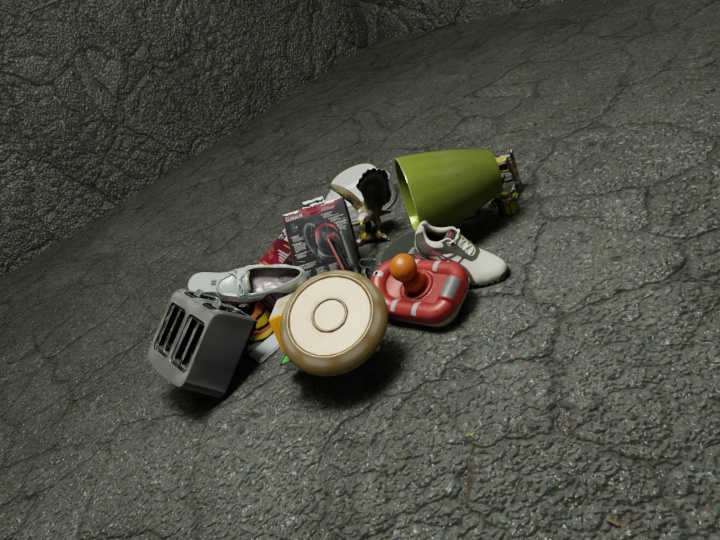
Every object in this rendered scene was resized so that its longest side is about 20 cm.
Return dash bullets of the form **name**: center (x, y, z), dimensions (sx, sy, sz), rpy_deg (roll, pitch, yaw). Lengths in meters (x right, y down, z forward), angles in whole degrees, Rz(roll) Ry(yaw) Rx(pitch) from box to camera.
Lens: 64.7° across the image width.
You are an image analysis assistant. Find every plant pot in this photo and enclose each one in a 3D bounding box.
- **plant pot**: center (-0.051, 0.081, 0.979), dimensions (0.195, 0.028, 0.204), rpy_deg (-8, 56, 11)
- **plant pot**: center (0.193, -0.181, 1.215), dimensions (0.196, 0.190, 0.188), rpy_deg (-19, 29, 1)

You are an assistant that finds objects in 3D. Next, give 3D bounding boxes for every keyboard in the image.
- **keyboard**: center (-0.155, 0.128, 1.242), dimensions (0.199, 0.011, 0.056), rpy_deg (-40, 27, -24)

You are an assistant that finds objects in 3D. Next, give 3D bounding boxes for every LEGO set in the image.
- **LEGO set**: center (0.281, -0.204, 1.316), dimensions (0.197, 0.117, 0.154), rpy_deg (1, 38, 40)

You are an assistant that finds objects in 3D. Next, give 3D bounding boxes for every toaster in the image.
- **toaster**: center (-0.327, 0.150, 1.163), dimensions (0.179, 0.118, 0.204), rpy_deg (20, 86, 45)

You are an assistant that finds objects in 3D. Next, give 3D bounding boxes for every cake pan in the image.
- **cake pan**: center (0.128, -0.031, 1.242), dimensions (0.196, 0.037, 0.202), rpy_deg (-20, 30, 12)

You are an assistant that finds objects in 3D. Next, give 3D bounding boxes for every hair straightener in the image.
- **hair straightener**: center (0.000, 0.000, 1.181), dimensions (0.076, 0.041, 0.203), rpy_deg (-33, 68, 22)

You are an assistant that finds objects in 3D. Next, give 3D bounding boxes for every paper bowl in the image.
- **paper bowl**: center (-0.006, -0.222, 1.593), dimensions (0.197, 0.106, 0.202), rpy_deg (-20, 31, 12)

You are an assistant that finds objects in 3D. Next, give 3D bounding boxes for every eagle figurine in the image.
- **eagle figurine**: center (0.006, -0.160, 1.376), dimensions (0.150, 0.203, 0.151), rpy_deg (-27, 26, -11)

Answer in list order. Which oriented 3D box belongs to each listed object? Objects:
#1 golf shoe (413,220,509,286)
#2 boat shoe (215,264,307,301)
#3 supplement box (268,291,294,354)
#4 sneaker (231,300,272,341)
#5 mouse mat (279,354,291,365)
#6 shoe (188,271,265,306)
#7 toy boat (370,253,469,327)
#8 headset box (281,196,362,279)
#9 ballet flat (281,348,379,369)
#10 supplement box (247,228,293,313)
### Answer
- **golf shoe**: center (0.192, -0.032, 1.109), dimensions (0.197, 0.089, 0.078), rpy_deg (18, 53, 22)
- **boat shoe**: center (-0.214, 0.021, 1.208), dimensions (0.197, 0.065, 0.076), rpy_deg (-4, 75, 1)
- **supplement box**: center (-0.104, 0.084, 1.125), dimensions (0.124, 0.075, 0.200), rpy_deg (-23, 9, 1)
- **sneaker**: center (-0.289, 0.118, 1.278), dimensions (0.196, 0.091, 0.070), rpy_deg (-14, 30, 19)
- **mouse mat**: center (-0.065, 0.119, 1.074), dimensions (0.158, 0.008, 0.200), rpy_deg (-24, 7, 7)
- **shoe**: center (-0.292, 0.053, 1.305), dimensions (0.196, 0.092, 0.073), rpy_deg (3, 60, 18)
- **toy boat**: center (0.097, 0.019, 1.070), dimensions (0.197, 0.131, 0.132), rpy_deg (5, 56, 43)
- **headset box**: center (-0.084, -0.064, 1.278), dimensions (0.146, 0.204, 0.075), rpy_deg (-16, -5, 4)
- **ballet flat**: center (-0.052, 0.156, 1.053), dimensions (0.197, 0.070, 0.070), rpy_deg (-22, 28, 12)
- **supplement box**: center (-0.204, 0.004, 1.367), dimensions (0.201, 0.061, 0.108), rpy_deg (-54, 34, -9)
